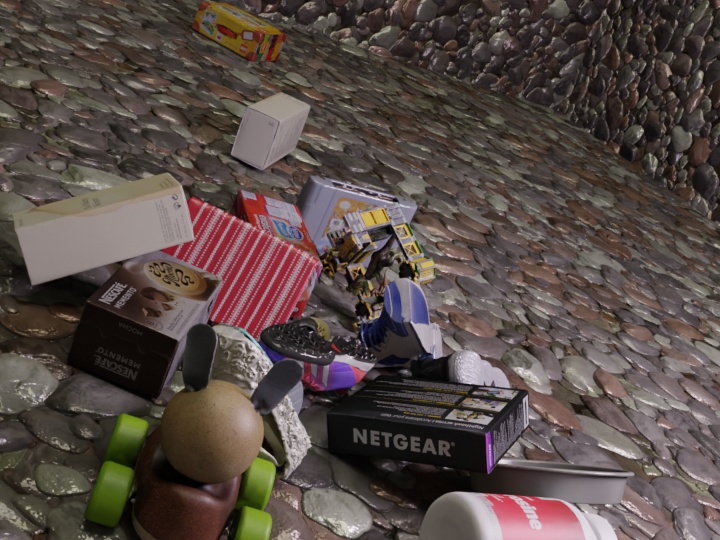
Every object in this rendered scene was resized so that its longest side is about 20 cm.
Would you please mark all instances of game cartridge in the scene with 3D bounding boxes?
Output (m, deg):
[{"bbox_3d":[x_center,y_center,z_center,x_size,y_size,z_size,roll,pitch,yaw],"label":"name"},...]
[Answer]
[{"bbox_3d":[-0.018,-0.072,1.672,0.198,0.134,0.042,12,24,-28],"label":"game cartridge"}]

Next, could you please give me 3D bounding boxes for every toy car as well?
[{"bbox_3d":[-0.137,0.145,0.946,0.163,0.201,0.158,20,22,-11],"label":"toy car"}]

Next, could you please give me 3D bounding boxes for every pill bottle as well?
[{"bbox_3d":[0.167,0.289,1.059,0.198,0.113,0.112,11,25,-31],"label":"pill bottle"}]

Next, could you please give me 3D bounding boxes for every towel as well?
[{"bbox_3d":[-0.173,0.003,1.354,0.199,0.146,0.023,26,-17,5],"label":"towel"}]

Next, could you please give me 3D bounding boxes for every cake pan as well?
[{"bbox_3d":[0.215,0.243,1.197,0.198,0.037,0.200,5,-8,1],"label":"cake pan"}]

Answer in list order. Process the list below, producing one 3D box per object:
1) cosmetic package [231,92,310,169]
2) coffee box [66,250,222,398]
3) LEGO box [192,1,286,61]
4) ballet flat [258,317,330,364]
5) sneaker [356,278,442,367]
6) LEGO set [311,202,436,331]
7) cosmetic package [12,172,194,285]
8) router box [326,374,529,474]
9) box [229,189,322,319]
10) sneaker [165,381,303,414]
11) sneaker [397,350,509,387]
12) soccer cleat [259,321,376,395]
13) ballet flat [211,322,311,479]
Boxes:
[{"bbox_3d":[-0.171,-0.273,1.999,0.073,0.104,0.200,25,20,6],"label":"cosmetic package"},{"bbox_3d":[-0.246,0.054,1.205,0.112,0.080,0.200,24,21,-1],"label":"coffee box"},{"bbox_3d":[-0.318,-0.633,2.732,0.199,0.078,0.149,31,22,16],"label":"LEGO box"},{"bbox_3d":[-0.085,0.102,1.281,0.067,0.057,0.200,57,30,2],"label":"ballet flat"},{"bbox_3d":[0.040,0.089,1.377,0.114,0.081,0.200,-7,-27,12],"label":"sneaker"},{"bbox_3d":[0.000,0.000,1.451,0.115,0.200,0.155,-15,80,-36],"label":"LEGO set"},{"bbox_3d":[-0.312,-0.053,1.249,0.198,0.074,0.103,-16,19,-17],"label":"cosmetic package"},{"bbox_3d":[0.080,0.174,1.199,0.198,0.052,0.149,3,14,27],"label":"router box"},{"bbox_3d":[-0.133,-0.026,1.491,0.099,0.096,0.200,14,24,-23],"label":"box"},{"bbox_3d":[-0.135,0.142,1.138,0.070,0.074,0.199,10,2,29],"label":"sneaker"},{"bbox_3d":[0.124,0.158,1.359,0.113,0.076,0.200,-5,-26,27],"label":"sneaker"},{"bbox_3d":[-0.058,0.112,1.231,0.068,0.073,0.199,44,15,31],"label":"soccer cleat"},{"bbox_3d":[-0.104,0.142,1.044,0.072,0.071,0.201,54,-8,52],"label":"ballet flat"}]
